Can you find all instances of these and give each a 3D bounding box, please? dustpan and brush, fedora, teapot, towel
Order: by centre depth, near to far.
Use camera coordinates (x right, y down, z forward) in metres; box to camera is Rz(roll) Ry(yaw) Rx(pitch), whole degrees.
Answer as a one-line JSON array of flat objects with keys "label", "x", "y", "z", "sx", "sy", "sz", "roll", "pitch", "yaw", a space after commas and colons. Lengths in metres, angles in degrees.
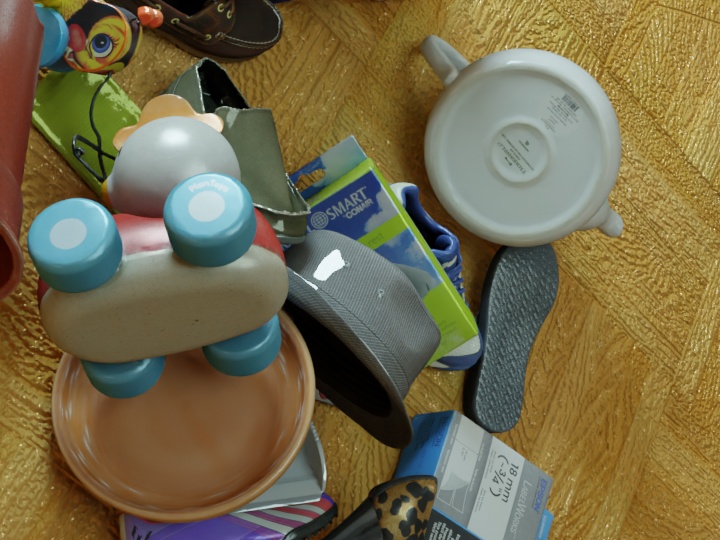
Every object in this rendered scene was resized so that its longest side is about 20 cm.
[{"label": "dustpan and brush", "x": -0.112, "y": 0.094, "z": 1.208, "sx": 0.139, "sy": 0.057, "sz": 0.200, "roll": -4, "pitch": 48, "yaw": -20}, {"label": "fedora", "x": -0.005, "y": 0.041, "z": 1.221, "sx": 0.200, "sy": 0.177, "sz": 0.090, "roll": 40, "pitch": 70, "yaw": 14}, {"label": "towel", "x": -0.185, "y": -0.085, "z": 1.232, "sx": 0.200, "sy": 0.018, "sz": 0.086, "roll": 50, "pitch": 52, "yaw": -19}, {"label": "teapot", "x": 0.153, "y": -0.123, "z": 1.447, "sx": 0.146, "sy": 0.197, "sz": 0.201, "roll": -51, "pitch": 141, "yaw": -75}]

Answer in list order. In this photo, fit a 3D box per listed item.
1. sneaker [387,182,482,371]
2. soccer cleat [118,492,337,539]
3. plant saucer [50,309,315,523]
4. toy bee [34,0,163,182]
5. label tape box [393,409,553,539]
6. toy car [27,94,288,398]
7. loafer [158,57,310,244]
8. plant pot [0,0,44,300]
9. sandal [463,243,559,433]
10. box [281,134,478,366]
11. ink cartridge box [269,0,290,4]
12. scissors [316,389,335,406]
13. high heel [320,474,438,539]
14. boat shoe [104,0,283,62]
[{"label": "sneaker", "x": 0.060, "y": 0.009, "z": 1.369, "sx": 0.200, "sy": 0.088, "sz": 0.075, "roll": 53, "pitch": 50, "yaw": -19}, {"label": "soccer cleat", "x": -0.101, "y": 0.199, "z": 1.201, "sx": 0.200, "sy": 0.068, "sz": 0.073, "roll": -15, "pitch": 81, "yaw": -40}, {"label": "plant saucer", "x": -0.133, "y": 0.099, "z": 1.152, "sx": 0.199, "sy": 0.037, "sz": 0.201, "roll": -1, "pitch": 62, "yaw": 1}, {"label": "toy bee", "x": -0.210, "y": -0.189, "z": 1.164, "sx": 0.200, "sy": 0.109, "sz": 0.131, "roll": 54, "pitch": 11, "yaw": -18}, {"label": "label tape box", "x": 0.115, "y": 0.237, "z": 1.373, "sx": 0.200, "sy": 0.063, "sz": 0.145, "roll": 36, "pitch": 59, "yaw": -28}, {"label": "toy car", "x": -0.151, "y": -0.042, "z": 1.107, "sx": 0.176, "sy": 0.185, "sz": 0.200, "roll": -11, "pitch": 57, "yaw": -2}, {"label": "loafer", "x": -0.100, "y": -0.098, "z": 1.207, "sx": 0.075, "sy": 0.070, "sz": 0.200, "roll": -2, "pitch": 43, "yaw": -46}, {"label": "plant pot", "x": -0.307, "y": -0.103, "z": 1.030, "sx": 0.200, "sy": 0.201, "sz": 0.196, "roll": 29, "pitch": 53, "yaw": -32}, {"label": "sandal", "x": 0.135, "y": 0.057, "z": 1.458, "sx": 0.076, "sy": 0.043, "sz": 0.201, "roll": 26, "pitch": 72, "yaw": -25}, {"label": "box", "x": 0.000, "y": 0.000, "z": 1.305, "sx": 0.200, "sy": 0.122, "sz": 0.048, "roll": 56, "pitch": 6, "yaw": -15}, {"label": "ink cartridge box", "x": -0.002, "y": -0.350, "z": 1.348, "sx": 0.041, "sy": 0.199, "sz": 0.201, "roll": 24, "pitch": 61, "yaw": -75}, {"label": "scissors", "x": -0.042, "y": 0.097, "z": 1.308, "sx": 0.200, "sy": 0.014, "sz": 0.073, "roll": 3, "pitch": 75, "yaw": -38}, {"label": "high heel", "x": 0.047, "y": 0.267, "z": 1.258, "sx": 0.142, "sy": 0.071, "sz": 0.200, "roll": -39, "pitch": 118, "yaw": -4}, {"label": "boat shoe", "x": -0.141, "y": -0.226, "z": 1.272, "sx": 0.200, "sy": 0.070, "sz": 0.071, "roll": 10, "pitch": 72, "yaw": -40}]
